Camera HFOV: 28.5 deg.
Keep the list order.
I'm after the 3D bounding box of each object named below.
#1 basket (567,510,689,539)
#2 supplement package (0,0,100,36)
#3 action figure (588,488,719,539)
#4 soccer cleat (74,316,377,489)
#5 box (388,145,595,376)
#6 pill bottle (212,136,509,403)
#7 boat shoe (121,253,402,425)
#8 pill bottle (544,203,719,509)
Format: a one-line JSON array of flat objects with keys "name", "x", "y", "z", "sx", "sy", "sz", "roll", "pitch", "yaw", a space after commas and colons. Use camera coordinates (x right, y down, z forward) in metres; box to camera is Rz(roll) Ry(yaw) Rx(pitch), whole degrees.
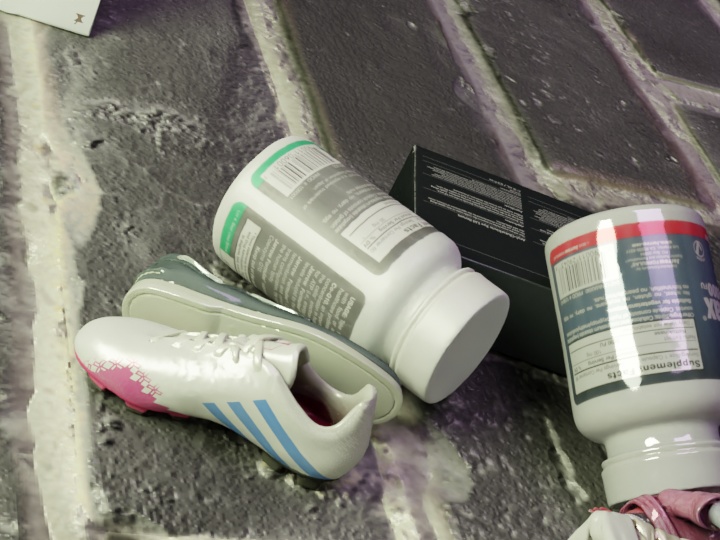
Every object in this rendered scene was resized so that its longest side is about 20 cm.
[{"name": "basket", "x": 0.169, "y": 0.256, "z": 0.786, "sx": 0.123, "sy": 0.136, "sz": 0.200, "roll": 18, "pitch": 35, "yaw": -20}, {"name": "supplement package", "x": -0.285, "y": -0.337, "z": 1.252, "sx": 0.152, "sy": 0.151, "sz": 0.200, "roll": 15, "pitch": 35, "yaw": -19}, {"name": "action figure", "x": 0.235, "y": 0.176, "z": 0.939, "sx": 0.200, "sy": 0.134, "sz": 0.149, "roll": 18, "pitch": 33, "yaw": -18}, {"name": "soccer cleat", "x": -0.082, "y": 0.064, "z": 0.909, "sx": 0.200, "sy": 0.086, "sz": 0.070, "roll": 25, "pitch": 33, "yaw": -3}, {"name": "box", "x": 0.119, "y": -0.004, "z": 1.151, "sx": 0.200, "sy": 0.079, "sz": 0.141, "roll": 20, "pitch": 32, "yaw": -12}, {"name": "pill bottle", "x": 0.000, "y": 0.000, "z": 1.020, "sx": 0.200, "sy": 0.113, "sz": 0.113, "roll": 37, "pitch": 34, "yaw": 21}, {"name": "boat shoe", "x": -0.060, "y": 0.042, "z": 0.969, "sx": 0.200, "sy": 0.073, "sz": 0.062, "roll": 21, "pitch": 37, "yaw": 0}, {"name": "pill bottle", "x": 0.205, "y": 0.064, "z": 1.017, "sx": 0.120, "sy": 0.120, "sz": 0.200, "roll": 3, "pitch": 71, "yaw": -32}]
